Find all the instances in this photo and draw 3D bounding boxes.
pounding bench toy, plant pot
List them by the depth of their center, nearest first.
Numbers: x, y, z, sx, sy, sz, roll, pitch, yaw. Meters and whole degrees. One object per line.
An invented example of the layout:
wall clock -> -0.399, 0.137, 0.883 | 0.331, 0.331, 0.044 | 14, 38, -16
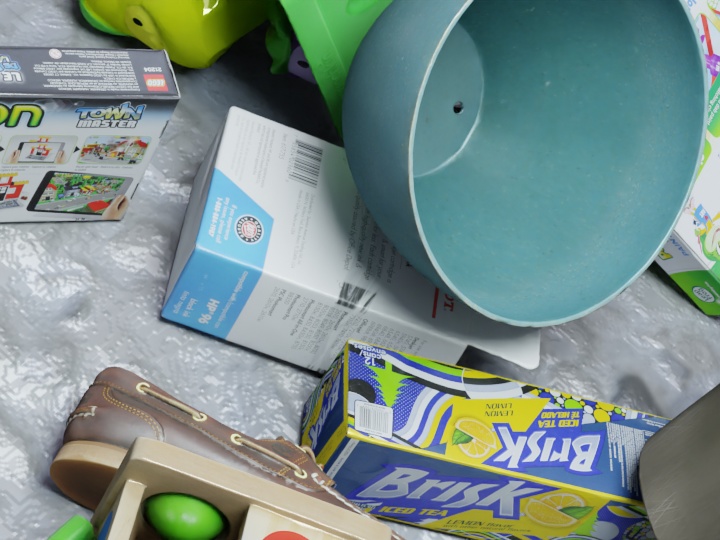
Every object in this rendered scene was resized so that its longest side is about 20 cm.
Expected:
pounding bench toy -> -0.107, 0.159, 0.834 | 0.200, 0.124, 0.156 | 22, 47, -11
plant pot -> 0.068, -0.084, 1.004 | 0.200, 0.200, 0.135 | -10, 20, -33

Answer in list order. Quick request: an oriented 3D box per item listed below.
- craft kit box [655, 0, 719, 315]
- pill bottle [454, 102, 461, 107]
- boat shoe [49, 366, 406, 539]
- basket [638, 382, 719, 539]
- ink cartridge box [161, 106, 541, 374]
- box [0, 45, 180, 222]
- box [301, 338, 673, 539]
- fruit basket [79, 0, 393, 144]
craft kit box -> 0.215, -0.110, 1.179 | 0.197, 0.048, 0.200 | 43, 65, -21
pill bottle -> 0.135, -0.160, 1.223 | 0.200, 0.112, 0.113 | -12, 61, -34
boat shoe -> -0.052, 0.110, 0.939 | 0.200, 0.070, 0.070 | 27, 51, -6
basket -> 0.251, 0.089, 0.939 | 0.180, 0.200, 0.136 | 52, 30, -12
ink cartridge box -> 0.000, 0.000, 1.055 | 0.200, 0.068, 0.116 | 20, 46, -11
box -> -0.204, -0.069, 0.975 | 0.200, 0.110, 0.035 | -2, 55, -29
box -> 0.072, 0.102, 1.010 | 0.200, 0.070, 0.064 | 15, 48, -16
fruit basket -> -0.061, -0.162, 1.097 | 0.215, 0.216, 0.156 | -6, 58, -31
